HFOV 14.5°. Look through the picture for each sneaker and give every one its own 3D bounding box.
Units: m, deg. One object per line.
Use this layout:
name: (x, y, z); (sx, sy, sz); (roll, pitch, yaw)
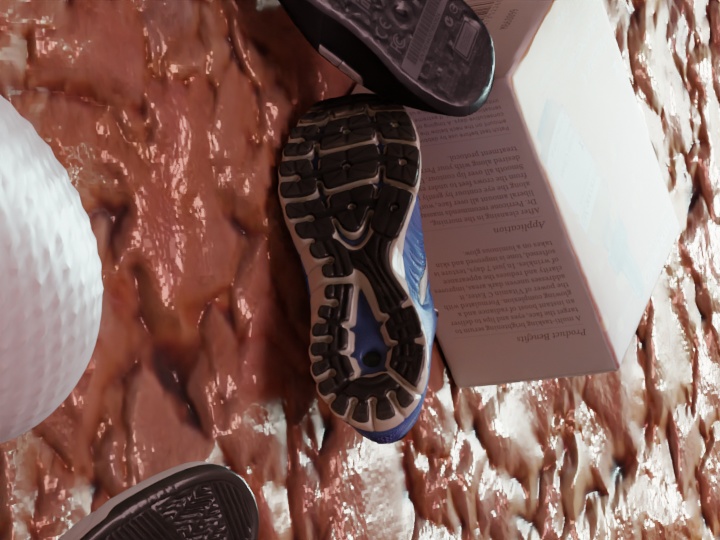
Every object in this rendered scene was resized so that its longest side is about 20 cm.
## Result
sneaker: (0.000, 0.000, 1.496); (0.089, 0.078, 0.201); (78, 9, -66)
sneaker: (-0.142, 0.138, 1.119); (0.200, 0.121, 0.084); (-39, 122, -25)

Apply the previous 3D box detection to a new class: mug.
mug: (-0.190, 0.017, 1.059); (0.200, 0.147, 0.175); (-58, 151, -7)

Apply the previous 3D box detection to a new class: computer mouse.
computer mouse: (-0.008, -0.170, 1.496); (0.200, 0.046, 0.141); (31, 55, -25)

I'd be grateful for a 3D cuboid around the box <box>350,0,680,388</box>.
box: (0.092, -0.059, 1.635); (0.200, 0.106, 0.152); (67, 31, -28)
